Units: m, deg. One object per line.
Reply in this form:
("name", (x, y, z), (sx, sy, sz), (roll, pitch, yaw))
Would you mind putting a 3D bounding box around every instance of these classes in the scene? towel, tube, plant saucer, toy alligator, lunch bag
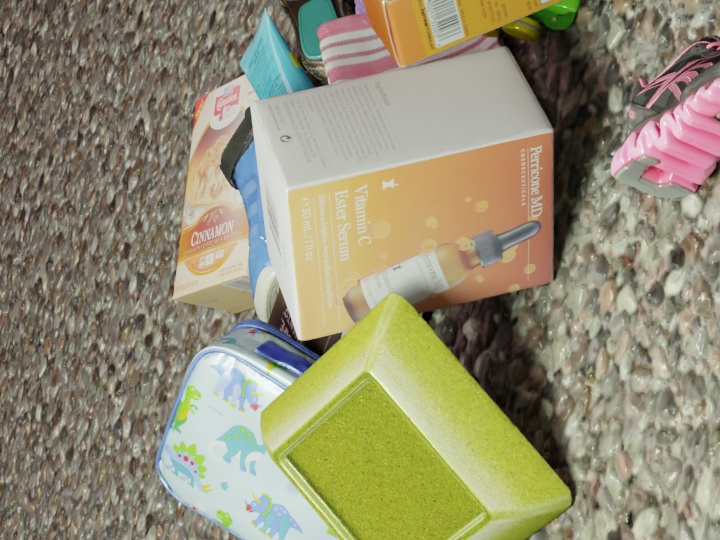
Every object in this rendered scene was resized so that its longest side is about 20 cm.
("towel", (0.046, -0.154, 1.710), (0.146, 0.030, 0.200), (-21, 45, 6))
("tube", (-0.050, -0.130, 1.879), (0.200, 0.050, 0.078), (59, 139, 23))
("plant saucer", (0.025, 0.147, 1.578), (0.200, 0.048, 0.200), (49, 133, 3))
("toy alligator", (0.104, -0.211, 1.678), (0.200, 0.054, 0.060), (13, 81, 44))
("lunch bag", (-0.053, 0.144, 1.713), (0.199, 0.082, 0.161), (30, 120, 14))

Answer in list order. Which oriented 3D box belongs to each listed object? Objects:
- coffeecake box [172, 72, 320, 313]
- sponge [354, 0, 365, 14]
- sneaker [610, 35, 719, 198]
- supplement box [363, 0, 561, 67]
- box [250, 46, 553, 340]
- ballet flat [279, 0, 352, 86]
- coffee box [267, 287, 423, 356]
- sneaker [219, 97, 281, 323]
("coffeecake box", (-0.101, -0.074, 1.997), (0.153, 0.073, 0.201), (-18, 63, 59))
("sponge", (0.039, -0.178, 1.833), (0.112, 0.030, 0.201), (-40, 46, 48))
("sneaker", (0.239, -0.124, 1.423), (0.200, 0.079, 0.096), (-29, 43, 52))
("supplement box", (0.102, -0.223, 1.574), (0.067, 0.199, 0.069), (-121, 12, -49))
("box", (0.032, -0.056, 1.574), (0.107, 0.199, 0.153), (-112, 12, -46))
("ballet flat", (-0.035, -0.235, 1.950), (0.068, 0.075, 0.201), (-19, 51, 10))
("coffee box", (0.000, 0.000, 1.754), (0.113, 0.079, 0.201), (59, 138, 49))
("sneaker", (-0.072, -0.053, 1.832), (0.111, 0.076, 0.201), (50, 146, 42))
